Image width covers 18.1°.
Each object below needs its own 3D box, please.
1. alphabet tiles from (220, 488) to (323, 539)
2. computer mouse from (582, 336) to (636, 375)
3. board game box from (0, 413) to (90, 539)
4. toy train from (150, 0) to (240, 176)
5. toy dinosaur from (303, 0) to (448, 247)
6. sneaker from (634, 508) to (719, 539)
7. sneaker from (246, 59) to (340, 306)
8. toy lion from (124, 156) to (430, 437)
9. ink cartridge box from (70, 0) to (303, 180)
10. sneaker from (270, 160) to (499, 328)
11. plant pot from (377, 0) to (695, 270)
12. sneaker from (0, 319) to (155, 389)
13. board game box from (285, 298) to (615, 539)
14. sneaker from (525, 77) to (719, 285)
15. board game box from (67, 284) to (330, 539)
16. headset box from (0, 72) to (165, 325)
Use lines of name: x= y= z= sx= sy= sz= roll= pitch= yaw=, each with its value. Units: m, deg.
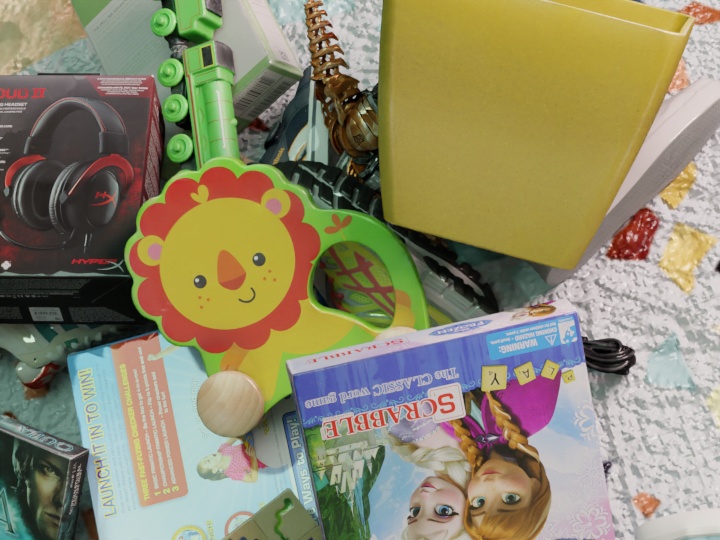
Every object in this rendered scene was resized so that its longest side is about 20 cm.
alphabet tiles: x=-0.053 y=0.257 z=1.574 sx=0.200 sy=0.006 sz=0.167 roll=-38 pitch=97 yaw=-4
computer mouse: x=0.112 y=0.125 z=1.620 sx=0.109 sy=0.044 sz=0.200 roll=19 pitch=72 yaw=20
board game box: x=-0.300 y=0.162 z=1.677 sx=0.199 sy=0.028 sz=0.136 roll=19 pitch=109 yaw=21
toy train: x=-0.122 y=-0.142 z=1.718 sx=0.056 sy=0.042 sz=0.201 roll=-15 pitch=74 yaw=22
toy dinosaur: x=0.024 y=-0.112 z=1.689 sx=0.136 sy=0.200 sz=0.102 roll=-38 pitch=34 yaw=-20
sneaker: x=0.280 y=0.211 z=1.523 sx=0.199 sy=0.074 sz=0.082 roll=4 pitch=65 yaw=17
sneaker: x=-0.056 y=-0.070 z=1.730 sx=0.079 sy=0.078 sz=0.201 roll=1 pitch=68 yaw=8
toy lion: x=-0.059 y=0.010 z=1.586 sx=0.199 sy=0.069 sz=0.192 roll=-14 pitch=91 yaw=7
ink cartridge box: x=-0.144 y=-0.191 z=1.792 sx=0.145 sy=0.048 sz=0.200 roll=-40 pitch=59 yaw=25
sneaker: x=0.000 y=0.000 z=1.650 sx=0.200 sy=0.078 sz=0.090 roll=38 pitch=112 yaw=-6
plant pot: x=0.109 y=-0.109 z=1.564 sx=0.199 sy=0.200 sz=0.177 roll=15 pitch=101 yaw=8
sneaker: x=-0.220 y=0.047 z=1.730 sx=0.199 sy=0.070 sz=0.094 roll=2 pitch=74 yaw=15
board game box: x=0.065 y=0.138 z=1.541 sx=0.199 sy=0.041 sz=0.200 roll=-13 pitch=104 yaw=-5
sneaker: x=0.174 y=-0.097 z=1.687 sx=0.200 sy=0.074 sz=0.116 roll=-42 pitch=67 yaw=-5
board game box: x=-0.099 y=0.135 z=1.651 sx=0.195 sy=0.056 sz=0.201 roll=-15 pitch=70 yaw=8
headset box: x=-0.228 y=-0.063 z=1.691 sx=0.148 sy=0.075 sz=0.201 roll=1 pitch=59 yaw=4
